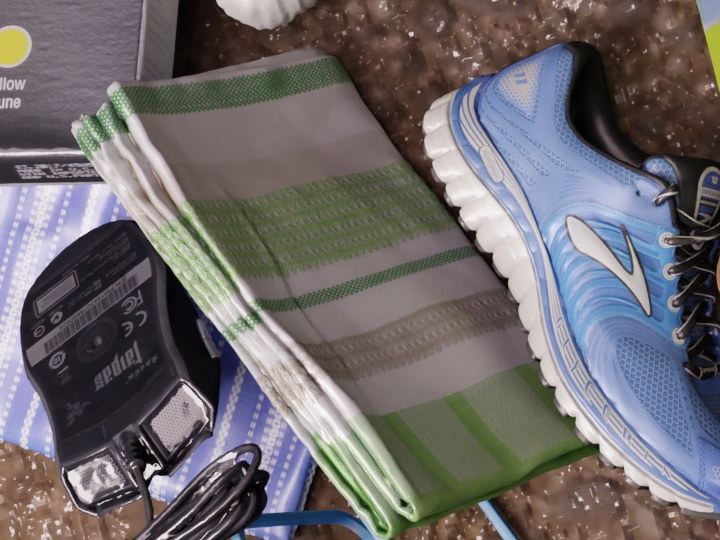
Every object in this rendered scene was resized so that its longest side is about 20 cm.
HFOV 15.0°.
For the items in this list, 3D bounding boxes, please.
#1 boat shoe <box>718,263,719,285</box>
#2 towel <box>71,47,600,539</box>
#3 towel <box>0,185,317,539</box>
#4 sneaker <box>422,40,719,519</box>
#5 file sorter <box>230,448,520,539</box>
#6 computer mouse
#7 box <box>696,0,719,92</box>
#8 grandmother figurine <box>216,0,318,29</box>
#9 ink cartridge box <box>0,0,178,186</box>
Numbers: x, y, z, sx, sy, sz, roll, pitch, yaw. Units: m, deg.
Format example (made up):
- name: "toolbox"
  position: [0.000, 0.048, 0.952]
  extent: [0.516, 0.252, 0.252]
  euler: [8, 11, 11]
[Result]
- name: "boat shoe"
  position: [0.218, -0.040, 0.963]
  extent: [0.200, 0.072, 0.065]
  euler: [-40, 120, 7]
- name: "towel"
  position: [0.000, 0.000, 1.017]
  extent: [0.200, 0.149, 0.031]
  euler: [51, 128, 17]
- name: "towel"
  position: [-0.097, 0.014, 1.124]
  extent: [0.199, 0.024, 0.145]
  euler: [19, 96, 21]
- name: "sneaker"
  position: [0.104, 0.001, 1.016]
  extent: [0.089, 0.078, 0.200]
  euler: [-34, 77, 20]
- name: "file sorter"
  position: [-0.025, 0.168, 1.032]
  extent: [0.200, 0.139, 0.123]
  euler: [-42, 72, 15]
- name: "computer mouse"
  position: [-0.103, 0.075, 1.053]
  extent: [0.140, 0.046, 0.200]
  euler: [-41, 38, 8]
- name: "box"
  position: [0.179, -0.102, 0.955]
  extent: [0.122, 0.048, 0.200]
  euler: [-30, 33, 19]
- name: "grandmother figurine"
  position: [0.002, -0.185, 1.072]
  extent: [0.121, 0.061, 0.200]
  euler: [38, 99, 27]
- name: "ink cartridge box"
  position: [-0.170, -0.131, 1.105]
  extent: [0.197, 0.047, 0.201]
  euler: [-2, 73, 14]
